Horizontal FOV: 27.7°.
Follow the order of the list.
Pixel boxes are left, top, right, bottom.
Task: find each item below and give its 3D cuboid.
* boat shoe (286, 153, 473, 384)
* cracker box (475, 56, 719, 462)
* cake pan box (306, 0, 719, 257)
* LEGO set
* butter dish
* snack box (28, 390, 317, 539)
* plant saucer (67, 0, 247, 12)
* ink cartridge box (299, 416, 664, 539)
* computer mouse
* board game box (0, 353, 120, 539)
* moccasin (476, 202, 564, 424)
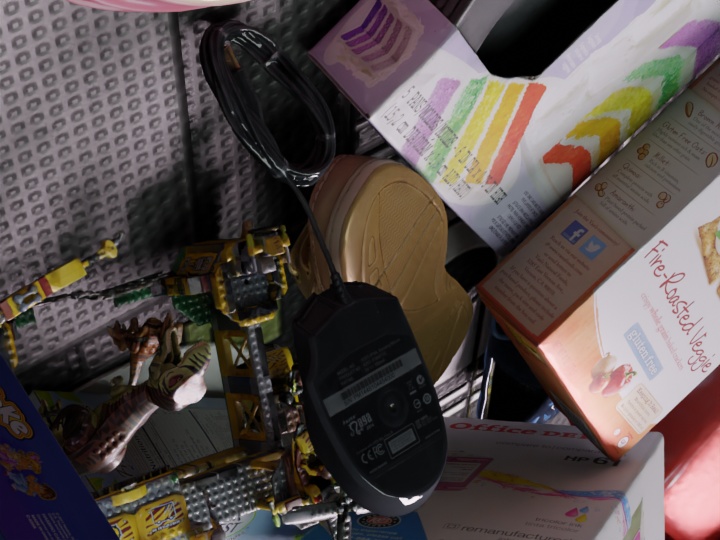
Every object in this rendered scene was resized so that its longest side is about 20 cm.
[{"bbox_3d":[0.000,0.000,0.676,0.074,0.069,0.200,-57,158,-14],"label":"boat shoe"},{"bbox_3d":[0.168,-0.011,0.752,0.200,0.058,0.134,-43,139,-3],"label":"cracker box"},{"bbox_3d":[0.087,-0.110,0.648,0.184,0.052,0.200,-45,152,3],"label":"cake pan box"},{"bbox_3d":[-0.074,0.060,0.565,0.199,0.115,0.156,-5,92,-40],"label":"LEGO set"},{"bbox_3d":[0.202,0.072,0.944,0.147,0.200,0.201,24,114,-34],"label":"butter dish"},{"bbox_3d":[-0.120,0.142,0.731,0.169,0.068,0.199,-51,151,19],"label":"snack box"},{"bbox_3d":[-0.032,-0.156,0.438,0.200,0.051,0.201,-30,151,-19],"label":"plant saucer"},{"bbox_3d":[0.073,0.150,0.780,0.200,0.143,0.086,-27,117,-63],"label":"ink cartridge box"},{"bbox_3d":[-0.019,0.001,0.562,0.058,0.202,0.034,-23,-176,-37],"label":"computer mouse"},{"bbox_3d":[-0.156,0.091,0.477,0.135,0.200,0.045,-51,151,20],"label":"board game box"},{"bbox_3d":[0.113,0.045,0.853,0.068,0.080,0.201,-50,159,-32],"label":"moccasin"}]
